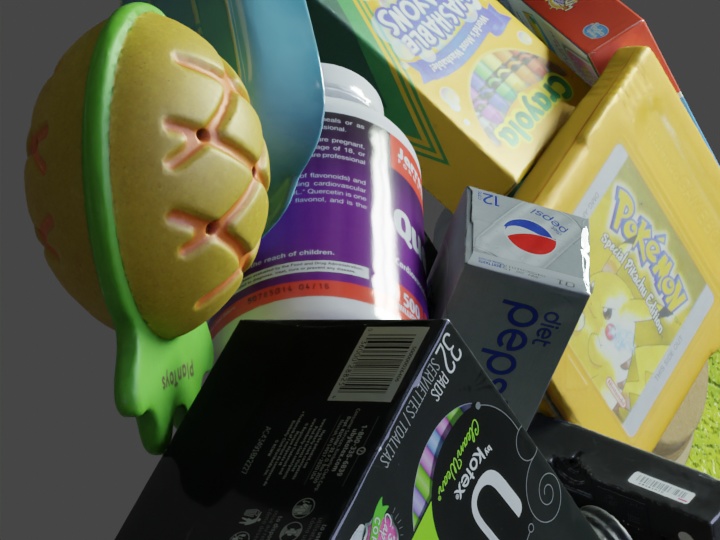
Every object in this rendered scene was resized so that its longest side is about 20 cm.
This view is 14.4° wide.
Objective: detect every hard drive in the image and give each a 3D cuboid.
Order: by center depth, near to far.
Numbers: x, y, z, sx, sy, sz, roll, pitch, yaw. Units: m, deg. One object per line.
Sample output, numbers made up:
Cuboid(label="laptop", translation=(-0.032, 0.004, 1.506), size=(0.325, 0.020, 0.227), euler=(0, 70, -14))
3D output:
Cuboid(label="hard drive", translation=(0.161, 0.180, 1.609), size=(0.038, 0.140, 0.200), euler=(-44, 137, -33))

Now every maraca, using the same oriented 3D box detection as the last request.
Cuboid(label="maraca", translation=(-0.093, -0.020, 1.275), size=(0.137, 0.107, 0.200), euler=(-29, 115, -69))

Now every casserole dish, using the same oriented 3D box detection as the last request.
Cuboid(label="casserole dish", translation=(-0.074, -0.102, 1.390), size=(0.039, 0.121, 0.200), euler=(13, 48, -33))

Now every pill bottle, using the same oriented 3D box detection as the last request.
Cuboid(label="pill bottle", translation=(-0.023, -0.008, 1.424), size=(0.112, 0.112, 0.200), euler=(50, 27, -41))

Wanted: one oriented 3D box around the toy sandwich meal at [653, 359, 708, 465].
Cuboid(label="toy sandwich meal", translation=(0.146, 0.042, 1.735), size=(0.205, 0.070, 0.205), euler=(32, 49, -47))

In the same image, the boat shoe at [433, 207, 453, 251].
Cuboid(label="boat shoe", translation=(0.083, 0.008, 1.753), size=(0.072, 0.062, 0.200), euler=(60, 21, -23))

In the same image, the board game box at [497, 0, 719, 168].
Cuboid(label="board game box", translation=(0.150, -0.119, 1.770), size=(0.153, 0.040, 0.200), euler=(58, -4, -31))

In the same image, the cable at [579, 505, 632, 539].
Cuboid(label="cable", translation=(0.094, 0.154, 1.528), size=(0.200, 0.050, 0.097), euler=(28, -40, 68))

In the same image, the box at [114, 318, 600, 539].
Cuboid(label="box", translation=(0.009, 0.139, 1.277), size=(0.200, 0.124, 0.149), euler=(55, 50, -35))

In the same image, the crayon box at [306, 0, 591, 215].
Cuboid(label="crayon box", translation=(0.053, -0.109, 1.652), size=(0.200, 0.052, 0.126), euler=(43, 39, 0))

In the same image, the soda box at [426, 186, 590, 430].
Cuboid(label="soda box", translation=(0.054, 0.056, 1.454), size=(0.068, 0.200, 0.063), euler=(15, 40, -9))

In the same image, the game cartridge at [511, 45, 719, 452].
Cuboid(label="game cartridge", translation=(0.151, 0.000, 1.633), size=(0.200, 0.032, 0.176), euler=(-54, 125, -29))

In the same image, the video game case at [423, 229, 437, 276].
Cuboid(label="video game case", translation=(0.000, 0.000, 1.615), size=(0.143, 0.019, 0.200), euler=(57, 24, -30))
